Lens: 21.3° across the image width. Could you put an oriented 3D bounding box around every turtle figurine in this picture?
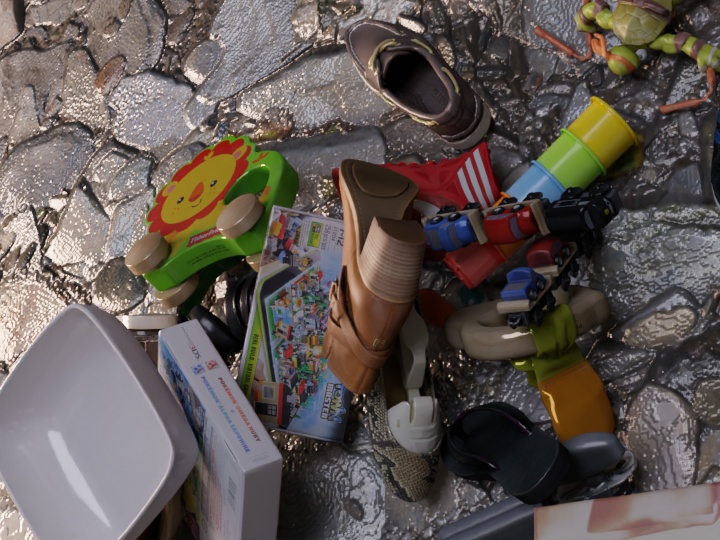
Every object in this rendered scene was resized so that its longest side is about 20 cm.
[{"bbox_3d":[0.255,-0.241,1.731,0.199,0.064,0.162,27,86,39],"label":"turtle figurine"}]

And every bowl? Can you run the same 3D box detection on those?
[{"bbox_3d":[-0.235,0.151,1.724,0.200,0.074,0.201,-49,64,27],"label":"bowl"}]

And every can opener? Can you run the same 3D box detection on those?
[{"bbox_3d":[0.144,0.193,1.615,0.199,0.067,0.053,-32,10,23],"label":"can opener"}]

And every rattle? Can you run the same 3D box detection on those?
[{"bbox_3d":[0.138,0.081,1.691,0.199,0.143,0.130,-6,33,48],"label":"rattle"}]

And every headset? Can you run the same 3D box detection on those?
[{"bbox_3d":[-0.115,0.060,1.859,0.123,0.094,0.201,-32,40,21],"label":"headset"}]

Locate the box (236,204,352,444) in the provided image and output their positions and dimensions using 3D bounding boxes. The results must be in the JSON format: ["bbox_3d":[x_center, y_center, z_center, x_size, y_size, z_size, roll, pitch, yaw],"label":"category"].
[{"bbox_3d":[-0.049,0.049,1.762,0.109,0.035,0.202,11,89,-2],"label":"box"}]

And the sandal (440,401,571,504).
[{"bbox_3d":[0.114,0.143,1.617,0.076,0.048,0.200,-54,20,-9],"label":"sandal"}]

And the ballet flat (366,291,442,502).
[{"bbox_3d":[0.039,0.099,1.686,0.075,0.067,0.202,137,130,-57],"label":"ballet flat"}]

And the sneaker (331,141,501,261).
[{"bbox_3d":[0.063,-0.075,1.800,0.115,0.079,0.200,-33,34,-19],"label":"sneaker"}]

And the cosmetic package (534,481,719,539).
[{"bbox_3d":[0.245,0.225,1.508,0.199,0.103,0.088,-11,65,28],"label":"cosmetic package"}]

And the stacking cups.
[{"bbox_3d":[0.159,-0.063,1.700,0.200,0.061,0.060,-46,51,-3],"label":"stacking cups"}]

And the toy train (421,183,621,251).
[{"bbox_3d":[0.129,-0.041,1.616,0.199,0.034,0.046,-7,29,41],"label":"toy train"}]

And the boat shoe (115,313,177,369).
[{"bbox_3d":[-0.217,0.074,1.867,0.200,0.071,0.060,171,96,-73],"label":"boat shoe"}]

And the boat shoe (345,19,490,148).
[{"bbox_3d":[0.045,-0.190,1.844,0.072,0.059,0.200,-49,52,6],"label":"boat shoe"}]

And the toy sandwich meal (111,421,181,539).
[{"bbox_3d":[-0.236,0.191,1.817,0.205,0.070,0.207,32,128,54],"label":"toy sandwich meal"}]

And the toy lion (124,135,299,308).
[{"bbox_3d":[-0.139,-0.065,1.889,0.199,0.069,0.193,-20,35,36],"label":"toy lion"}]

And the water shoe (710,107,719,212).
[{"bbox_3d":[0.326,-0.138,1.627,0.071,0.079,0.202,-2,69,33],"label":"water shoe"}]

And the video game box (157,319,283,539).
[{"bbox_3d":[-0.131,0.177,1.739,0.047,0.201,0.183,-19,50,-24],"label":"video game box"}]

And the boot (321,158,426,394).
[{"bbox_3d":[0.000,0.000,1.683,0.200,0.073,0.156,-102,27,-61],"label":"boot"}]

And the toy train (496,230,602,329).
[{"bbox_3d":[0.162,-0.007,1.627,0.034,0.046,0.200,-6,22,28],"label":"toy train"}]
